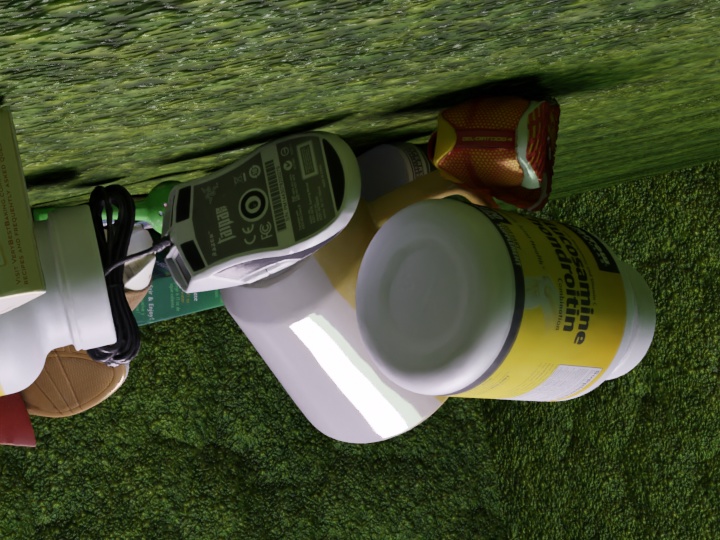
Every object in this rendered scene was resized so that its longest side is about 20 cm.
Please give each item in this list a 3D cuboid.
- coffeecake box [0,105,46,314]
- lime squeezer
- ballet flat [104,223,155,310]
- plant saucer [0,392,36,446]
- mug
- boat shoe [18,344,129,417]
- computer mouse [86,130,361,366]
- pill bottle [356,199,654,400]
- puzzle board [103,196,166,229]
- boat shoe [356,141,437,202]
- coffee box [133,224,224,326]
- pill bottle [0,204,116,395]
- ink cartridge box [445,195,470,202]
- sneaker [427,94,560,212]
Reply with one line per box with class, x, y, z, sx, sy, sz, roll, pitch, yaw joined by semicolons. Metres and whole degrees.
coffeecake box;-0.237;-0.001;0.568;0.199;0.074;0.153;-12;180;-21
lime squeezer;-0.112;-0.044;0.980;0.199;0.038;0.070;-13;180;-32
ballet flat;-0.191;-0.006;1.039;0.072;0.068;0.200;-32;167;20
plant saucer;-0.327;0.055;0.952;0.199;0.037;0.200;23;177;16
mug;-0.008;0.002;0.995;0.149;0.187;0.153;26;165;45
boat shoe;-0.232;0.064;1.041;0.199;0.071;0.069;-13;-161;34
computer mouse;-0.082;-0.020;0.866;0.199;0.110;0.044;-18;160;21
pill bottle;0.098;0.023;0.900;0.112;0.113;0.199;-12;167;39
puzzle board;-0.224;-0.030;1.115;0.199;0.018;0.150;-13;179;27
boat shoe;-0.002;-0.055;1.097;0.066;0.070;0.200;-10;171;-39
coffee box;-0.148;-0.007;1.229;0.199;0.044;0.123;-13;-155;-28
pill bottle;-0.242;0.021;0.811;0.199;0.113;0.112;-12;180;-10
ink cartridge box;0.051;-0.016;1.146;0.103;0.060;0.201;-12;-146;2
sneaker;0.084;-0.079;0.906;0.077;0.074;0.200;5;177;12
